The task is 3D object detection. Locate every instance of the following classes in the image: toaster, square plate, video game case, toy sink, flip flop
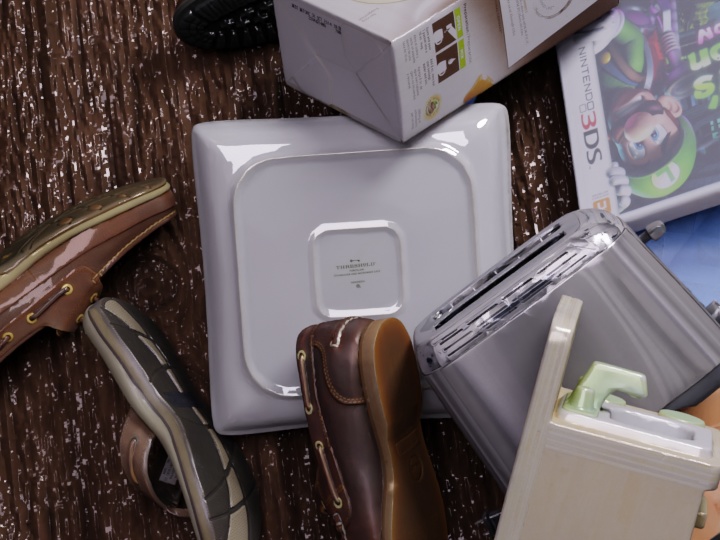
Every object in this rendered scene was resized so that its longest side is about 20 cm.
[{"bbox_3d":[0.120,0.054,1.670,0.200,0.114,0.129,-37,96,6],"label":"toaster"},{"bbox_3d":[0.000,0.000,1.726,0.200,0.028,0.198,-4,94,-2],"label":"square plate"},{"bbox_3d":[0.222,-0.127,1.747,0.200,0.023,0.182,-18,61,23],"label":"video game case"},{"bbox_3d":[0.140,0.128,1.555,0.112,0.130,0.200,14,97,5],"label":"toy sink"},{"bbox_3d":[-0.126,0.107,1.740,0.058,0.081,0.200,-39,69,16],"label":"flip flop"}]

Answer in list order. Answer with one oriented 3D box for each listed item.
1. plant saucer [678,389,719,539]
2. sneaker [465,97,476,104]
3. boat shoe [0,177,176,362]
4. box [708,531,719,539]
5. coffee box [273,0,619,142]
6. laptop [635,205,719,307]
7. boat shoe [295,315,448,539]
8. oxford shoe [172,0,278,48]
[{"bbox_3d":[0.240,0.151,1.690,0.200,0.032,0.201,-2,71,7],"label":"plant saucer"},{"bbox_3d":[0.025,-0.052,1.777,0.078,0.066,0.200,39,82,11],"label":"sneaker"},{"bbox_3d":[-0.202,0.009,1.791,0.200,0.072,0.068,-33,103,-12],"label":"boat shoe"},{"bbox_3d":[0.218,0.236,1.625,0.200,0.040,0.137,-39,70,15],"label":"box"},{"bbox_3d":[0.057,-0.175,1.747,0.200,0.080,0.114,-33,44,-29],"label":"coffee box"},{"bbox_3d":[0.260,-0.068,1.718,0.116,0.200,0.187,21,71,-27],"label":"laptop"},{"bbox_3d":[0.006,0.127,1.696,0.070,0.070,0.200,-6,94,30],"label":"boat shoe"},{"bbox_3d":[-0.042,-0.215,1.845,0.200,0.073,0.084,-29,53,-4],"label":"oxford shoe"}]
